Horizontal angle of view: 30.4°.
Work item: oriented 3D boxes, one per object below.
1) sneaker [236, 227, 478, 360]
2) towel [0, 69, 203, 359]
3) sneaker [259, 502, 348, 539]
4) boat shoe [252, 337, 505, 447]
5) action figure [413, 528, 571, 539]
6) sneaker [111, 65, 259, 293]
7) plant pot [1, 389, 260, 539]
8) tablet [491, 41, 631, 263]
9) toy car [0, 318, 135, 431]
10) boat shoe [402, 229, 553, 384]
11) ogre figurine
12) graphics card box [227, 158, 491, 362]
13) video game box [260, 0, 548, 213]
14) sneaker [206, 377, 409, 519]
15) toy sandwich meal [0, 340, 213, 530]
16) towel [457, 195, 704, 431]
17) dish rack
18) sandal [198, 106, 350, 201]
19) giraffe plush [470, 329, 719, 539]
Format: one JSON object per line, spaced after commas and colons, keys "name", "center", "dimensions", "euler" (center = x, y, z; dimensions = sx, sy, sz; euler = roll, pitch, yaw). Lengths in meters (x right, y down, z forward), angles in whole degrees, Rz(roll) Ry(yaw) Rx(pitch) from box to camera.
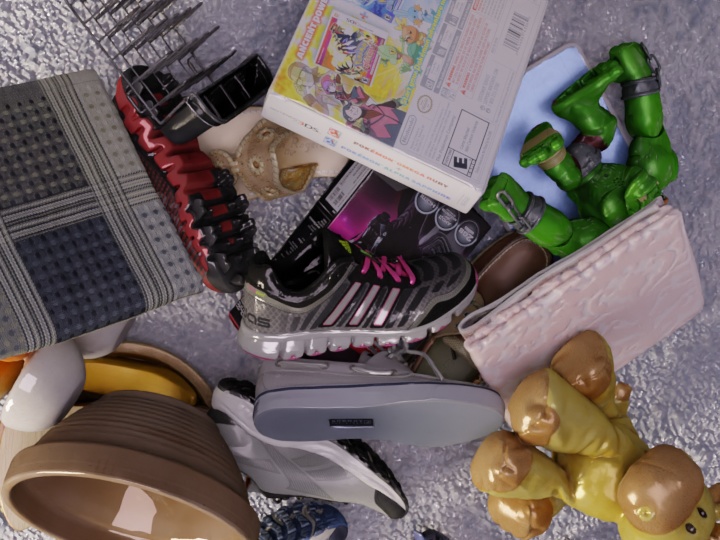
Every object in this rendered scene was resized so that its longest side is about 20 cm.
{"name": "sneaker", "center": [-0.002, 0.007, 1.024], "dimensions": [0.197, 0.074, 0.089], "euler": [-11, 120, -10]}
{"name": "towel", "center": [-0.231, -0.046, 0.966], "dimensions": [0.191, 0.034, 0.202], "euler": [-20, 79, -42]}
{"name": "sneaker", "center": [-0.084, 0.278, 1.144], "dimensions": [0.199, 0.077, 0.085], "euler": [-36, 108, 10]}
{"name": "boat shoe", "center": [0.015, 0.089, 1.058], "dimensions": [0.198, 0.075, 0.087], "euler": [-1, 54, 1]}
{"name": "action figure", "center": [0.119, 0.309, 1.138], "dimensions": [0.192, 0.105, 0.202], "euler": [-27, 101, -9]}
{"name": "sneaker", "center": [-0.154, -0.060, 1.069], "dimensions": [0.098, 0.070, 0.202], "euler": [-37, 77, 31]}
{"name": "plant pot", "center": [-0.168, 0.156, 1.021], "dimensions": [0.198, 0.202, 0.094], "euler": [14, 60, -5]}
{"name": "tablet", "center": [0.174, -0.076, 1.129], "dimensions": [0.129, 0.014, 0.202], "euler": [-30, 97, 2]}
{"name": "toy car", "center": [-0.267, 0.007, 1.024], "dimensions": [0.174, 0.201, 0.151], "euler": [30, 132, 1]}
{"name": "boat shoe", "center": [0.093, 0.059, 1.110], "dimensions": [0.075, 0.074, 0.201], "euler": [35, 97, -5]}
{"name": "ogre figurine", "center": [0.192, -0.084, 1.074], "dimensions": [0.097, 0.201, 0.120], "euler": [-20, 116, 45]}
{"name": "graphics card box", "center": [0.000, 0.000, 1.094], "dimensions": [0.125, 0.051, 0.201], "euler": [37, 94, -29]}
{"name": "video game box", "center": [0.038, -0.170, 1.045], "dimensions": [0.180, 0.047, 0.202], "euler": [26, 63, -8]}
{"name": "sneaker", "center": [-0.048, 0.164, 1.114], "dimensions": [0.198, 0.074, 0.080], "euler": [28, 96, -16]}
{"name": "toy sandwich meal", "center": [-0.209, 0.154, 1.113], "dimensions": [0.202, 0.070, 0.209], "euler": [0, 98, -3]}
{"name": "towel", "center": [0.184, 0.041, 1.078], "dimensions": [0.199, 0.191, 0.032], "euler": [-33, 57, 2]}
{"name": "dish rack", "center": [-0.163, -0.196, 1.031], "dimensions": [0.054, 0.154, 0.201], "euler": [-34, 98, 22]}
{"name": "sandal", "center": [-0.059, -0.097, 1.086], "dimensions": [0.208, 0.070, 0.079], "euler": [-5, 98, -2]}
{"name": "giraffe plush", "center": [0.207, 0.171, 1.044], "dimensions": [0.162, 0.200, 0.174], "euler": [36, 90, 37]}
